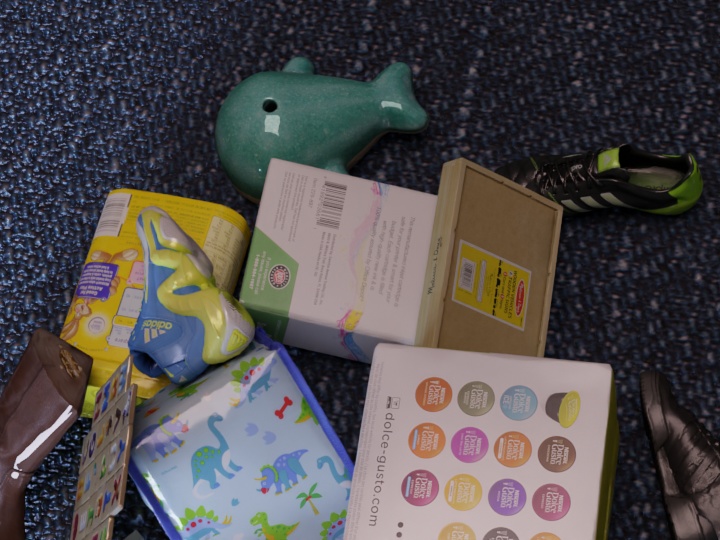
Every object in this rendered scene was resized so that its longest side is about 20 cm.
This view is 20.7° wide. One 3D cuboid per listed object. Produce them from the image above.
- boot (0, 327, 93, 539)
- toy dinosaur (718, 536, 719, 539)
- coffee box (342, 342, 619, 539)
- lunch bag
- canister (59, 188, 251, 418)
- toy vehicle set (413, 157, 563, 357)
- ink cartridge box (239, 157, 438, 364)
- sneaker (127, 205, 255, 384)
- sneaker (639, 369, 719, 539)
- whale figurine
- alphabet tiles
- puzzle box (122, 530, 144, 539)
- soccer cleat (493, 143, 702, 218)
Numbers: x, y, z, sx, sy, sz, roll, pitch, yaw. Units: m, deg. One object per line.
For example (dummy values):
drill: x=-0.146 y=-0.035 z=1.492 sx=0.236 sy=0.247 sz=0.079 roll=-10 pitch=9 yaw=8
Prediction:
boot: x=-0.281 y=0.172 z=1.689 sx=0.200 sy=0.064 sz=0.187 roll=-49 pitch=55 yaw=23
toy dinosaur: x=0.324 y=0.307 z=1.570 sx=0.058 sy=0.101 sz=0.201 roll=-28 pitch=64 yaw=-5
coffee box: x=0.104 y=0.194 z=1.602 sx=0.197 sy=0.200 sz=0.201 roll=5 pitch=66 yaw=10
lunch bag: x=-0.097 y=0.177 z=1.675 sx=0.170 sy=0.127 sz=0.201 roll=-33 pitch=103 yaw=-7
canister: x=-0.191 y=0.035 z=1.787 sx=0.148 sy=0.087 sz=0.201 roll=10 pitch=66 yaw=13
toy vehicle set: x=0.111 y=0.016 z=1.702 sx=0.026 sy=0.124 sz=0.201 roll=-17 pitch=56 yaw=50
ink cartridge box: x=0.000 y=0.000 z=1.747 sx=0.199 sy=0.088 sz=0.146 roll=12 pitch=68 yaw=-2
sneaker: x=-0.171 y=0.025 z=1.687 sx=0.105 sy=0.076 sz=0.200 roll=-42 pitch=40 yaw=1
sneaker: x=0.304 y=0.172 z=1.662 sx=0.104 sy=0.060 sz=0.201 roll=-12 pitch=69 yaw=4
whale figurine: x=-0.040 y=-0.141 z=1.833 sx=0.199 sy=0.104 sz=0.160 roll=-18 pitch=63 yaw=3
alphabet tiles: x=-0.212 y=0.165 z=1.614 sx=0.006 sy=0.200 sz=0.167 roll=10 pitch=70 yaw=-16
puzzle box: x=-0.188 y=0.339 z=1.678 sx=0.133 sy=0.025 sz=0.200 roll=-36 pitch=65 yaw=-9
soccer cleat: x=0.209 y=-0.085 z=1.781 sx=0.199 sy=0.081 sz=0.068 roll=-1 pitch=65 yaw=9
